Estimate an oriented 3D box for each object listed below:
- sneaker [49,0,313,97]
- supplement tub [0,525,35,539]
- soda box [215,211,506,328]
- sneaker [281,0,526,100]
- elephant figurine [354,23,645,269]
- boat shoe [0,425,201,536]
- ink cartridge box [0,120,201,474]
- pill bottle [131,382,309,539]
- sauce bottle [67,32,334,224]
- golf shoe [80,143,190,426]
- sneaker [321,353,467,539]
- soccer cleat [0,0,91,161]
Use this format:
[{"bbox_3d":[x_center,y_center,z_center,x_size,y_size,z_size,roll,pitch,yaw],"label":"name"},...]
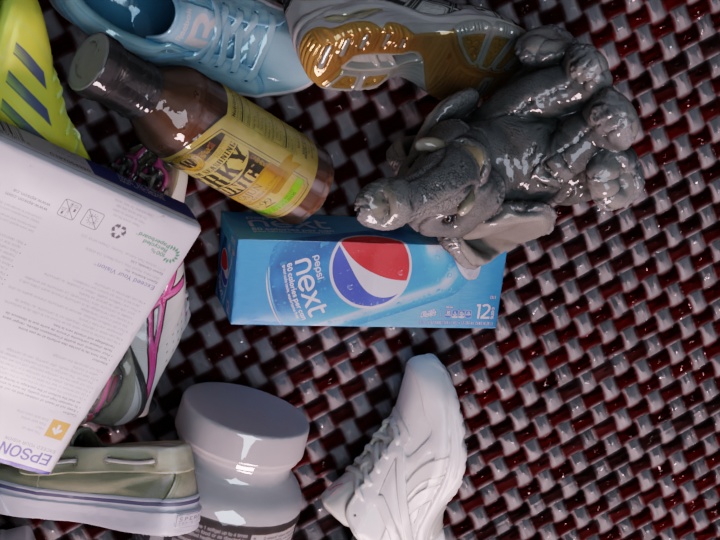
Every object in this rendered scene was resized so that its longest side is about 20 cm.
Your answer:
[{"bbox_3d":[-0.111,-0.155,0.961,0.198,0.082,0.075,13,105,-20],"label":"sneaker"},{"bbox_3d":[-0.313,0.264,1.016,0.198,0.132,0.133,-15,111,-11],"label":"supplement tub"},{"bbox_3d":[0.000,0.000,1.051,0.198,0.068,0.065,1,108,-16],"label":"soda box"},{"bbox_3d":[0.035,-0.172,1.003,0.199,0.088,0.076,2,139,-39],"label":"sneaker"},{"bbox_3d":[0.078,-0.070,0.986,0.199,0.142,0.156,-29,134,-7],"label":"elephant figurine"},{"bbox_3d":[-0.194,0.138,1.007,0.198,0.072,0.063,4,90,23],"label":"boat shoe"},{"bbox_3d":[-0.228,0.013,0.898,0.195,0.043,0.201,25,105,-37],"label":"ink cartridge box"},{"bbox_3d":[-0.106,0.191,1.057,0.115,0.116,0.202,12,105,-19],"label":"pill bottle"},{"bbox_3d":[-0.104,-0.093,0.963,0.199,0.065,0.065,27,99,-41],"label":"sauce bottle"},{"bbox_3d":[-0.156,0.009,1.019,0.092,0.072,0.202,9,101,-54],"label":"golf shoe"},{"bbox_3d":[0.022,0.159,1.108,0.098,0.078,0.202,4,106,-13],"label":"sneaker"},{"bbox_3d":[-0.203,-0.084,0.918,0.083,0.065,0.202,4,121,-9],"label":"soccer cleat"}]
